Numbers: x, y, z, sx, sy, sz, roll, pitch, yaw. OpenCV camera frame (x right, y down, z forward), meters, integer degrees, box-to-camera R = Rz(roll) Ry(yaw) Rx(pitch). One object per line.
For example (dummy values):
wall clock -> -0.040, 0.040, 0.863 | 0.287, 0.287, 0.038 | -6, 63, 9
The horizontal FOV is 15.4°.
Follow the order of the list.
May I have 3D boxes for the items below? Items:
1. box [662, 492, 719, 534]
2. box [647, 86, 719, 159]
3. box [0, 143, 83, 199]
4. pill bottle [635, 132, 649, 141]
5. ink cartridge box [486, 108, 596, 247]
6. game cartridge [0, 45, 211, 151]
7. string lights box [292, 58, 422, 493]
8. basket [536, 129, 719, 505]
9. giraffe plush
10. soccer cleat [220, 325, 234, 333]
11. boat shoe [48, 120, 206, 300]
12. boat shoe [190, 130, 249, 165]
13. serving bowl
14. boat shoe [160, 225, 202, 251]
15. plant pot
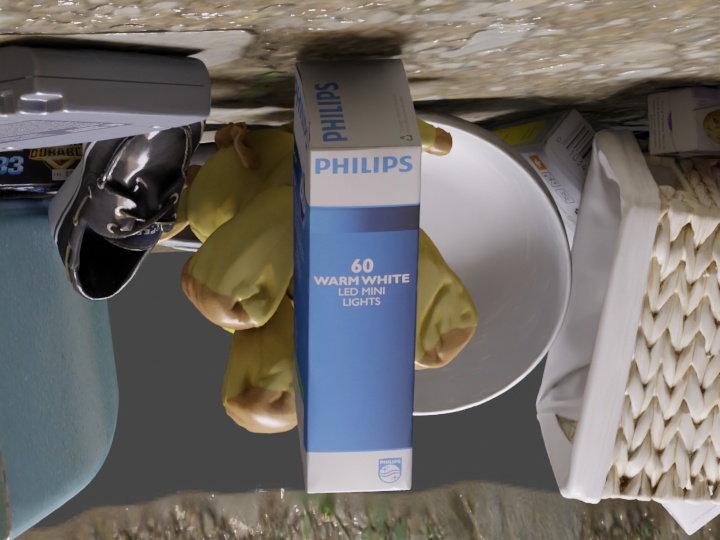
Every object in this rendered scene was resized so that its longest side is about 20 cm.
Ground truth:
box -> 0.264, 0.068, 1.821 | 0.200, 0.101, 0.113 | -38, -165, 10
box -> 0.256, -0.088, 1.630 | 0.200, 0.042, 0.039 | 1, 176, -41
box -> -0.239, -0.064, 1.595 | 0.198, 0.050, 0.200 | 0, 177, -29
pill bottle -> 0.190, -0.038, 1.853 | 0.114, 0.114, 0.200 | 0, 176, -42
ink cartridge box -> 0.145, -0.016, 1.764 | 0.198, 0.047, 0.200 | 45, 163, -17
game cartridge -> -0.177, -0.084, 1.349 | 0.200, 0.041, 0.133 | -5, 173, 43
string lights box -> -0.004, 0.003, 1.370 | 0.059, 0.201, 0.103 | -1, -150, -5
basket -> 0.190, 0.033, 1.614 | 0.123, 0.201, 0.136 | 8, -160, -7
giraffe plush -> -0.045, -0.021, 1.531 | 0.172, 0.201, 0.162 | -7, -166, -26
soccer cleat -> 0.000, -0.001, 1.732 | 0.200, 0.065, 0.084 | -16, -156, -25
boat shoe -> -0.129, -0.039, 1.475 | 0.070, 0.066, 0.200 | -4, 158, -26
boat shoe -> -0.064, -0.058, 1.741 | 0.072, 0.061, 0.201 | -4, 177, 44
serving bowl -> 0.034, -0.013, 1.657 | 0.199, 0.201, 0.066 | -3, -157, 9
boat shoe -> -0.118, -0.047, 1.855 | 0.201, 0.075, 0.065 | 4, -176, 15
plant pot -> -0.249, 0.050, 1.615 | 0.196, 0.197, 0.200 | -3, -173, 27
